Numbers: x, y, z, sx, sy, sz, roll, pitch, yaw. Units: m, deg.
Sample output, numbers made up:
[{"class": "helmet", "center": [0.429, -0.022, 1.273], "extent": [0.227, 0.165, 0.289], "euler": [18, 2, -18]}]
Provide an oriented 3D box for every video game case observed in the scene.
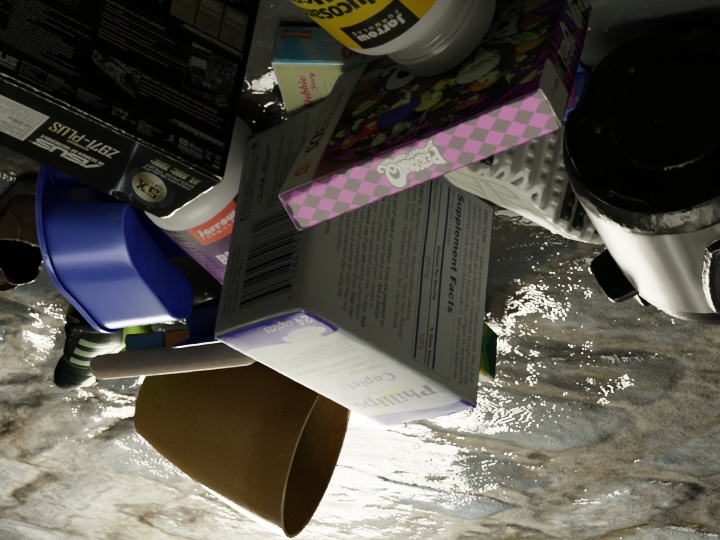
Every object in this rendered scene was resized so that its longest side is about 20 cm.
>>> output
[{"class": "video game case", "center": [0.054, -0.116, 1.171], "extent": [0.198, 0.182, 0.036], "euler": [-20, 116, 26]}]

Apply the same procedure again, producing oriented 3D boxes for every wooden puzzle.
[{"class": "wooden puzzle", "center": [-0.142, 0.068, 1.681], "extent": [0.183, 0.038, 0.200], "euler": [-6, -177, 21]}]

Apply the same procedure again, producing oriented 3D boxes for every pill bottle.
[{"class": "pill bottle", "center": [-0.114, -0.062, 1.430], "extent": [0.110, 0.112, 0.200], "euler": [-9, 144, 32]}, {"class": "pill bottle", "center": [-0.003, -0.211, 1.109], "extent": [0.112, 0.114, 0.199], "euler": [-14, 145, 38]}]

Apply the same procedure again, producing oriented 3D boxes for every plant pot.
[{"class": "plant pot", "center": [-0.132, 0.161, 1.833], "extent": [0.198, 0.188, 0.187], "euler": [19, 156, 16]}]

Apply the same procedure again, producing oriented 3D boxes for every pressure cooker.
[{"class": "pressure cooker", "center": [0.254, -0.061, 1.252], "extent": [0.174, 0.180, 0.200], "euler": [7, 154, 30]}]

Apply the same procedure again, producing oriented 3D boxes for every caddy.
[{"class": "caddy", "center": [-0.217, -0.032, 1.498], "extent": [0.104, 0.143, 0.200], "euler": [-5, 150, 16]}]

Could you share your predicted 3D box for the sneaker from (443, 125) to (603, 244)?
[{"class": "sneaker", "center": [0.116, -0.079, 1.304], "extent": [0.199, 0.076, 0.081], "euler": [29, 162, -31]}]

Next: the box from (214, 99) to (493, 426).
[{"class": "box", "center": [0.000, 0.000, 1.354], "extent": [0.104, 0.186, 0.199], "euler": [-19, 142, 41]}]

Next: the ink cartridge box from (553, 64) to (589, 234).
[{"class": "ink cartridge box", "center": [0.157, -0.098, 1.361], "extent": [0.118, 0.042, 0.200], "euler": [-11, 145, 34]}]

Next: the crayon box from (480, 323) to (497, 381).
[{"class": "crayon box", "center": [0.055, 0.067, 1.636], "extent": [0.125, 0.051, 0.200], "euler": [3, 171, 13]}]

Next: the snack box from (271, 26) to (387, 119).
[{"class": "snack box", "center": [0.004, -0.120, 1.367], "extent": [0.115, 0.037, 0.201], "euler": [3, 152, 10]}]

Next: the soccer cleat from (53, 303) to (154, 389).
[{"class": "soccer cleat", "center": [-0.280, 0.065, 1.798], "extent": [0.081, 0.068, 0.200], "euler": [32, 140, -21]}]

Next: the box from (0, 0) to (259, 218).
[{"class": "box", "center": [-0.186, -0.157, 1.220], "extent": [0.199, 0.165, 0.086], "euler": [24, 150, -28]}]

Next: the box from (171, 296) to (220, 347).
[{"class": "box", "center": [-0.073, 0.029, 1.565], "extent": [0.120, 0.033, 0.199], "euler": [-9, -173, 31]}]

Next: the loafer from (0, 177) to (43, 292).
[{"class": "loafer", "center": [-0.334, -0.020, 1.633], "extent": [0.072, 0.072, 0.200], "euler": [18, 152, -17]}]
